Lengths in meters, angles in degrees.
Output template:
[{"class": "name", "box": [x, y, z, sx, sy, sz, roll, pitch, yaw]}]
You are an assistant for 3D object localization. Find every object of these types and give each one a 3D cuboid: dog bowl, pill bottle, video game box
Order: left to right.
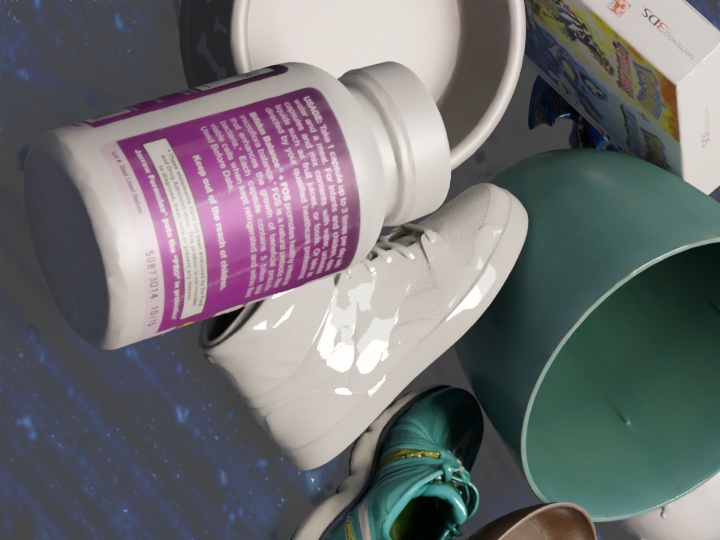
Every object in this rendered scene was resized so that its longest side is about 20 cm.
[{"class": "pill bottle", "box": [-0.058, -0.040, 0.995, 0.199, 0.112, 0.113, -19, 96, -25]}, {"class": "dog bowl", "box": [0.002, -0.133, 1.102, 0.198, 0.059, 0.202, -3, 98, -22]}, {"class": "video game box", "box": [0.145, -0.140, 1.195, 0.047, 0.182, 0.200, -44, 158, -6]}]

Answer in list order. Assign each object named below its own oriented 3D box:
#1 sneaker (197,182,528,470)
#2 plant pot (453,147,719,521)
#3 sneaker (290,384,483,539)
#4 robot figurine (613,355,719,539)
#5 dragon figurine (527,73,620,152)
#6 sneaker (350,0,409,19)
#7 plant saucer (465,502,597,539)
[{"class": "sneaker", "box": [0.000, 0.000, 1.093, 0.200, 0.074, 0.116, -47, 117, -16]}, {"class": "plant pot", "box": [0.142, 0.022, 1.190, 0.199, 0.161, 0.202, -17, 131, -21]}, {"class": "sneaker", "box": [0.035, 0.132, 1.127, 0.078, 0.079, 0.200, 62, 33, -18]}, {"class": "robot figurine", "box": [0.220, 0.103, 1.325, 0.170, 0.112, 0.201, 86, 25, -49]}, {"class": "dragon figurine", "box": [0.151, -0.110, 1.333, 0.099, 0.059, 0.201, 43, 49, -32]}, {"class": "sneaker", "box": [0.013, -0.219, 1.203, 0.099, 0.078, 0.200, 47, 45, -17]}, {"class": "plant saucer", "box": [0.068, 0.218, 1.133, 0.200, 0.032, 0.201, -37, 140, -39]}]
